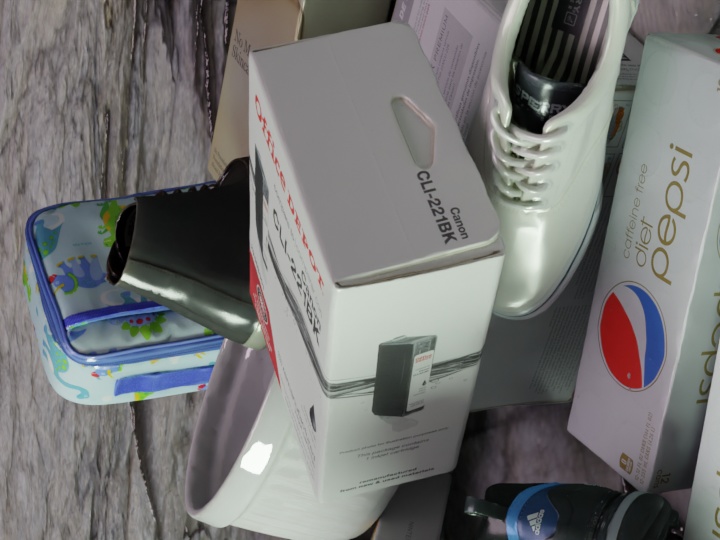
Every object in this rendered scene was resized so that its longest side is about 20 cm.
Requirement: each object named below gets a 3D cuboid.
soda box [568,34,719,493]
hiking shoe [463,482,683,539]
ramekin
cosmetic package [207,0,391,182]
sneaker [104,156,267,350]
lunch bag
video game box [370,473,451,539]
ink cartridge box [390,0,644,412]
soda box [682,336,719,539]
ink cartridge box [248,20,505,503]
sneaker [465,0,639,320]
[{"bbox_3d":[0.156,-0.003,0.692,0.068,0.063,0.203,39,126,54],"label":"soda box"},{"bbox_3d":[0.109,0.144,0.717,0.201,0.086,0.075,67,-138,-57],"label":"hiking shoe"},{"bbox_3d":[-0.028,0.078,0.957,0.200,0.104,0.202,-159,90,-76],"label":"ramekin"},{"bbox_3d":[-0.045,-0.137,1.060,0.104,0.072,0.202,49,135,48],"label":"cosmetic package"},{"bbox_3d":[-0.101,-0.034,0.946,0.075,0.105,0.201,-61,18,21],"label":"sneaker"},{"bbox_3d":[-0.150,0.017,1.141,0.083,0.198,0.162,110,146,-49],"label":"lunch bag"},{"bbox_3d":[0.006,0.249,0.928,0.201,0.046,0.184,-69,-4,-61],"label":"video game box"},{"bbox_3d":[0.074,-0.056,0.833,0.176,0.083,0.202,55,138,45],"label":"ink cartridge box"},{"bbox_3d":[0.194,0.062,0.643,0.068,0.063,0.203,33,123,56],"label":"soda box"},{"bbox_3d":[0.000,0.000,0.745,0.201,0.083,0.145,97,157,-54],"label":"ink cartridge box"},{"bbox_3d":[0.078,-0.067,0.677,0.072,0.071,0.202,16,113,18],"label":"sneaker"}]
